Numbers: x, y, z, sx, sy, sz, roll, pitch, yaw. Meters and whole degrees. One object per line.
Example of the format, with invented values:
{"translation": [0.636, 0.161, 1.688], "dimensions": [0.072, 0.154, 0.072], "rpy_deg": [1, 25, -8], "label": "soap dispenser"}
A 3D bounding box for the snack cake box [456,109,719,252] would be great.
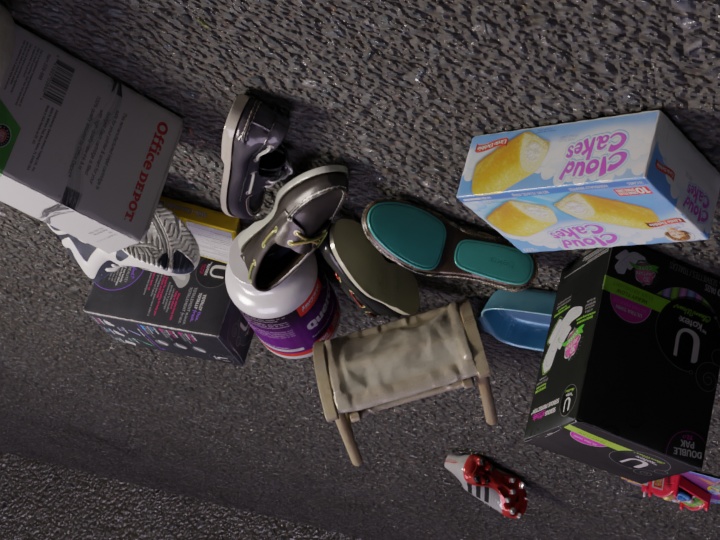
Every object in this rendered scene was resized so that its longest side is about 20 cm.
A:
{"translation": [0.200, -0.074, 1.130], "dimensions": [0.199, 0.068, 0.115], "rpy_deg": [-4, 150, 44], "label": "snack cake box"}

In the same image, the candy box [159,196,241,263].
{"translation": [-0.241, -0.060, 1.562], "dimensions": [0.198, 0.027, 0.102], "rpy_deg": [16, 159, 4], "label": "candy box"}

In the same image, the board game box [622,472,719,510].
{"translation": [0.491, 0.348, 2.003], "dimensions": [0.198, 0.039, 0.158], "rpy_deg": [14, 159, 8], "label": "board game box"}

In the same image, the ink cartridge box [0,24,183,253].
{"translation": [-0.294, -0.125, 1.271], "dimensions": [0.199, 0.147, 0.084], "rpy_deg": [29, 156, -28], "label": "ink cartridge box"}

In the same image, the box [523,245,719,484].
{"translation": [0.274, 0.095, 1.308], "dimensions": [0.147, 0.202, 0.124], "rpy_deg": [21, 159, -11], "label": "box"}

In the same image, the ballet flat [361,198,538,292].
{"translation": [0.090, -0.022, 1.362], "dimensions": [0.198, 0.069, 0.075], "rpy_deg": [17, 175, -7], "label": "ballet flat"}

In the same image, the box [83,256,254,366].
{"translation": [-0.237, 0.036, 1.668], "dimensions": [0.198, 0.123, 0.106], "rpy_deg": [10, 158, 20], "label": "box"}

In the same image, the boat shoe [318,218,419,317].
{"translation": [0.000, 0.003, 1.467], "dimensions": [0.062, 0.074, 0.201], "rpy_deg": [-4, 156, 27], "label": "boat shoe"}

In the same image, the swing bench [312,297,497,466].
{"translation": [0.055, 0.127, 1.564], "dimensions": [0.197, 0.131, 0.200], "rpy_deg": [-15, 154, 2], "label": "swing bench"}

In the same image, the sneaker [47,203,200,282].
{"translation": [-0.280, -0.029, 1.529], "dimensions": [0.197, 0.080, 0.130], "rpy_deg": [16, 156, 4], "label": "sneaker"}

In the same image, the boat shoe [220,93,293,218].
{"translation": [-0.101, -0.102, 1.288], "dimensions": [0.062, 0.073, 0.200], "rpy_deg": [18, 155, 5], "label": "boat shoe"}

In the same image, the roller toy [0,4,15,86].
{"translation": [-0.414, -0.187, 1.158], "dimensions": [0.139, 0.184, 0.199], "rpy_deg": [29, 164, -31], "label": "roller toy"}

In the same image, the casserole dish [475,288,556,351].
{"translation": [0.233, 0.060, 1.483], "dimensions": [0.198, 0.039, 0.121], "rpy_deg": [7, 157, 23], "label": "casserole dish"}

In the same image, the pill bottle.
{"translation": [-0.095, 0.023, 1.538], "dimensions": [0.111, 0.114, 0.200], "rpy_deg": [10, 159, 16], "label": "pill bottle"}

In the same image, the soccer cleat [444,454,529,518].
{"translation": [0.225, 0.376, 2.257], "dimensions": [0.085, 0.069, 0.200], "rpy_deg": [7, 156, 47], "label": "soccer cleat"}

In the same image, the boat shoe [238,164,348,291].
{"translation": [-0.066, -0.043, 1.359], "dimensions": [0.071, 0.061, 0.201], "rpy_deg": [1, 154, -31], "label": "boat shoe"}
